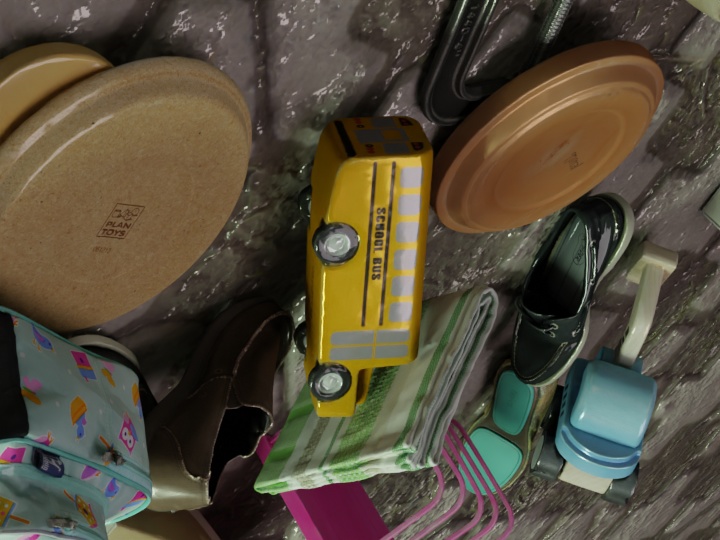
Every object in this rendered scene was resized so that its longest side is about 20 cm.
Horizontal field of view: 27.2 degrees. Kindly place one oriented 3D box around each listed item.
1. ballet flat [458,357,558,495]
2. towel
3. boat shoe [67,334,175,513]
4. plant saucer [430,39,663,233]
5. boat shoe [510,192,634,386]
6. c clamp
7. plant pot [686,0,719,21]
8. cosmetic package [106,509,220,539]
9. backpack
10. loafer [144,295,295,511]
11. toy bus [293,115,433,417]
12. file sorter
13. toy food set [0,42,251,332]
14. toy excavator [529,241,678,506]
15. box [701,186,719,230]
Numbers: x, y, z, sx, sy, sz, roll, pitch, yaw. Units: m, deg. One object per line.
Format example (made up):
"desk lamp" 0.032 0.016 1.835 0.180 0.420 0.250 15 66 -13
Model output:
"ballet flat" 0.152 0.148 1.478 0.071 0.071 0.200 -24 146 -33
"towel" 0.011 0.091 1.066 0.200 0.031 0.149 -22 -146 53
"boat shoe" -0.162 0.104 0.993 0.072 0.068 0.200 -35 149 -7
"plant saucer" 0.143 -0.092 1.121 0.200 0.032 0.200 -25 156 -12
"boat shoe" 0.171 0.022 1.314 0.066 0.075 0.200 -7 135 -45
"c clamp" 0.116 -0.170 1.034 0.171 0.027 0.200 -18 145 -31
"plant pot" 0.195 -0.240 0.830 0.200 0.174 0.200 -31 166 -8
"cosmetic package" -0.185 0.214 1.106 0.105 0.071 0.200 -45 153 3
"backpack" -0.211 0.112 0.826 0.176 0.154 0.200 -23 164 16
"loafer" -0.087 0.096 1.006 0.200 0.071 0.073 -57 154 -44
"toy bus" 0.000 0.000 0.999 0.078 0.065 0.200 -4 120 -12
"file sorter" 0.029 0.182 1.252 0.125 0.139 0.200 -37 153 8
"toy food set" -0.148 -0.041 0.831 0.200 0.049 0.198 -13 140 -45
"toy excavator" 0.253 0.098 1.444 0.195 0.100 0.200 -70 -179 -48
"box" 0.463 -0.066 1.542 0.128 0.109 0.200 -53 151 18
